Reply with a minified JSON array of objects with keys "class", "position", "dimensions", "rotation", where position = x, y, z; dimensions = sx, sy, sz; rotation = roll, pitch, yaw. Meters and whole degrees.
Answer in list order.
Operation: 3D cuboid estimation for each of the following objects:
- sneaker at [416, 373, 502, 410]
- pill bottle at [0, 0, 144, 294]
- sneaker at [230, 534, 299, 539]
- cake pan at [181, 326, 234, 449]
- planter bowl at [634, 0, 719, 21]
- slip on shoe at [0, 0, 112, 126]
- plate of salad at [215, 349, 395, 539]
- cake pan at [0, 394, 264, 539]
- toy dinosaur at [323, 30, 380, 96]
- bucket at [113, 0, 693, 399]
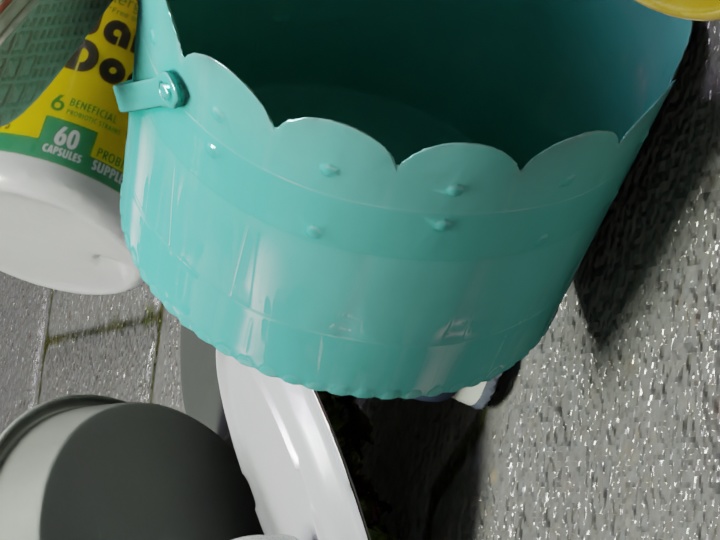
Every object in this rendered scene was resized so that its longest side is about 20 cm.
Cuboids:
[{"class":"sneaker","position":[0.000,0.000,1.185],"dimensions":[0.200,0.082,0.070],"rotation":[-137,57,-69]},{"class":"pill bottle","position":[-0.118,-0.100,1.270],"dimensions":[0.113,0.113,0.200],"rotation":[138,152,-63]},{"class":"sneaker","position":[-0.073,0.198,1.166],"dimensions":[0.146,0.080,0.200],"rotation":[-50,-12,-52]},{"class":"cake pan","position":[-0.048,0.005,1.380],"dimensions":[0.200,0.037,0.201],"rotation":[-171,90,-72]},{"class":"planter bowl","position":[0.103,-0.188,0.897],"dimensions":[0.200,0.083,0.201],"rotation":[49,158,27]},{"class":"slip on shoe","position":[-0.104,-0.137,1.007],"dimensions":[0.200,0.061,0.074],"rotation":[-53,-18,-29]},{"class":"plate of salad","position":[-0.016,0.089,1.201],"dimensions":[0.200,0.048,0.200],"rotation":[160,90,-78]},{"class":"cake pan","position":[-0.095,0.147,1.266],"dimensions":[0.037,0.200,0.201],"rotation":[-24,54,35]},{"class":"toy dinosaur","position":[0.006,-0.103,1.152],"dimensions":[0.102,0.077,0.200],"rotation":[-34,-28,-54]},{"class":"bucket","position":[0.007,-0.062,1.016],"dimensions":[0.207,0.207,0.135],"rotation":[-100,20,-45]}]
